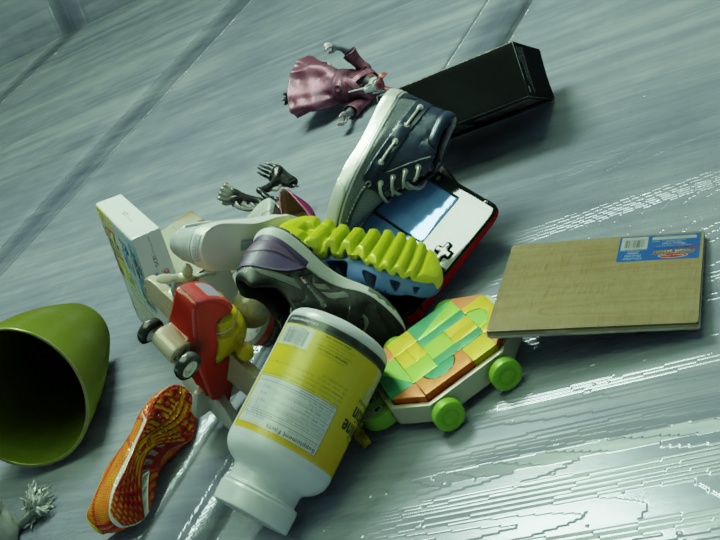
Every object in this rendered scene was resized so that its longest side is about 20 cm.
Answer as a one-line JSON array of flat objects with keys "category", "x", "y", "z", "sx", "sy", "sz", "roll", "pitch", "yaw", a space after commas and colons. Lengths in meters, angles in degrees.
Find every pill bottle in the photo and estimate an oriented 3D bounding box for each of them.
[{"category": "pill bottle", "x": -0.061, "y": 0.147, "z": 1.052, "sx": 0.111, "sy": 0.112, "sz": 0.202, "roll": 7, "pitch": 64, "yaw": 50}]

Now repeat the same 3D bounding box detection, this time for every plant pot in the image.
[{"category": "plant pot", "x": -0.407, "y": 0.125, "z": 1.419, "sx": 0.185, "sy": 0.189, "sz": 0.200, "roll": -23, "pitch": 15, "yaw": 16}]

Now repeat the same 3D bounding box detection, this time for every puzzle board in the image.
[{"category": "puzzle board", "x": 0.232, "y": 0.015, "z": 1.052, "sx": 0.197, "sy": 0.018, "sz": 0.151, "roll": -4, "pitch": 33, "yaw": 23}]

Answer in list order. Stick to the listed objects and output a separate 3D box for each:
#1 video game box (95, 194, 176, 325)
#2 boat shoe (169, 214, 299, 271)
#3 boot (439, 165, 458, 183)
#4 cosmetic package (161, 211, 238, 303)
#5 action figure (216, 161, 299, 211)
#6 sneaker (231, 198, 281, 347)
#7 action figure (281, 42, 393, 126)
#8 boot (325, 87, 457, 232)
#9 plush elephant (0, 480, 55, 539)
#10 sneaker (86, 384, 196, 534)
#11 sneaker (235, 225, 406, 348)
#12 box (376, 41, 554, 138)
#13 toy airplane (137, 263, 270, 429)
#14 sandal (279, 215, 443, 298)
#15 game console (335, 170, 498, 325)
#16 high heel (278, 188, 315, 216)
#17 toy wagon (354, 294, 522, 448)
[{"category": "video game box", "x": -0.284, "y": 0.007, "z": 1.441, "sx": 0.046, "sy": 0.184, "sz": 0.200, "roll": -26, "pitch": 26, "yaw": -18}, {"category": "boat shoe", "x": -0.133, "y": -0.029, "z": 1.233, "sx": 0.068, "sy": 0.073, "sz": 0.199, "roll": 11, "pitch": 14, "yaw": 36}, {"category": "boot", "x": 0.051, "y": -0.071, "z": 1.346, "sx": 0.150, "sy": 0.073, "sz": 0.200, "roll": -38, "pitch": 35, "yaw": -3}, {"category": "cosmetic package", "x": -0.208, "y": 0.002, "z": 1.459, "sx": 0.087, "sy": 0.104, "sz": 0.200, "roll": -36, "pitch": 30, "yaw": -12}, {"category": "action figure", "x": -0.147, "y": -0.066, "z": 1.495, "sx": 0.100, "sy": 0.120, "sz": 0.201, "roll": 8, "pitch": 31, "yaw": 8}, {"category": "sneaker", "x": -0.108, "y": 0.009, "z": 1.331, "sx": 0.077, "sy": 0.081, "sz": 0.203, "roll": -30, "pitch": 50, "yaw": 44}, {"category": "action figure", "x": -0.027, "y": -0.297, "z": 1.786, "sx": 0.197, "sy": 0.136, "sz": 0.148, "roll": 5, "pitch": 1, "yaw": 31}, {"category": "boot", "x": 0.035, "y": -0.111, "z": 1.256, "sx": 0.089, "sy": 0.073, "sz": 0.202, "roll": 23, "pitch": 84, "yaw": 20}, {"category": "plush elephant", "x": -0.468, "y": 0.277, "z": 1.233, "sx": 0.200, "sy": 0.156, "sz": 0.164, "roll": -41, "pitch": 30, "yaw": -15}, {"category": "sneaker", "x": -0.250, "y": 0.206, "z": 1.220, "sx": 0.077, "sy": 0.073, "sz": 0.201, "roll": -22, "pitch": 26, "yaw": 38}, {"category": "sneaker", "x": -0.047, "y": 0.046, "z": 1.155, "sx": 0.076, "sy": 0.199, "sz": 0.088, "roll": -49, "pitch": 10, "yaw": 48}, {"category": "box", "x": 0.141, "y": -0.229, "z": 1.436, "sx": 0.198, "sy": 0.080, "sz": 0.141, "roll": -18, "pitch": -3, "yaw": 24}, {"category": "toy airplane", "x": -0.148, "y": 0.082, "z": 1.181, "sx": 0.141, "sy": 0.201, "sz": 0.199, "roll": -44, "pitch": 18, "yaw": -17}, {"category": "sandal", "x": 0.000, "y": 0.000, "z": 1.206, "sx": 0.197, "sy": 0.088, "sz": 0.079, "roll": 14, "pitch": 29, "yaw": 24}, {"category": "game console", "x": 0.044, "y": -0.044, "z": 1.262, "sx": 0.178, "sy": 0.031, "sz": 0.199, "roll": -53, "pitch": 48, "yaw": -2}, {"category": "high heel", "x": -0.067, "y": -0.031, "z": 1.375, "sx": 0.067, "sy": 0.097, "sz": 0.201, "roll": -27, "pitch": 29, "yaw": 8}, {"category": "toy wagon", "x": 0.069, "y": 0.103, "z": 1.090, "sx": 0.199, "sy": 0.040, "sz": 0.155, "roll": -35, "pitch": 28, "yaw": -4}]
